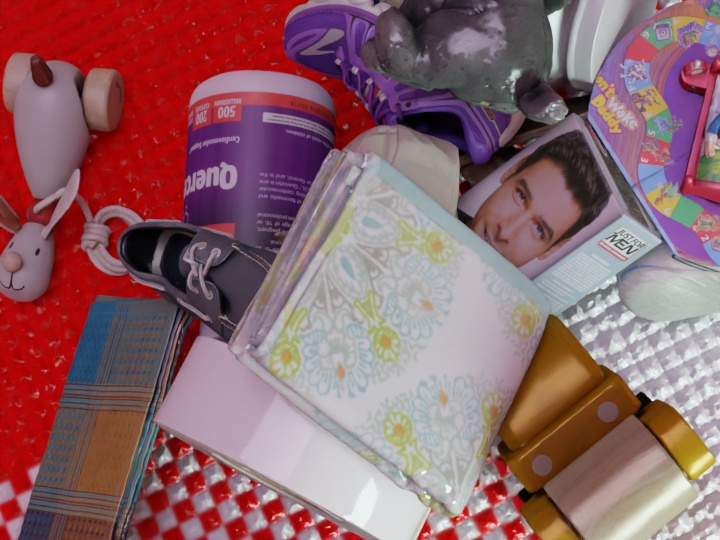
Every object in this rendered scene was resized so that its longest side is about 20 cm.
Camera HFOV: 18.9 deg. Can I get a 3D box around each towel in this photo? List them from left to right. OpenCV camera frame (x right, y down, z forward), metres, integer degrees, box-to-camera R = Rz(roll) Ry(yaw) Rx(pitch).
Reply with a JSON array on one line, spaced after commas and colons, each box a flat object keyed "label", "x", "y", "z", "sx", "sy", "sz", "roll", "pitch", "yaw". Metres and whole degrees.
[{"label": "towel", "x": -0.189, "y": 0.116, "z": 1.602, "sx": 0.146, "sy": 0.022, "sz": 0.201, "roll": 2, "pitch": 73, "yaw": 56}, {"label": "towel", "x": 0.023, "y": 0.038, "z": 1.423, "sx": 0.200, "sy": 0.048, "sz": 0.172, "roll": 38, "pitch": 64, "yaw": -21}]

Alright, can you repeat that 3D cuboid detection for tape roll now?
[{"label": "tape roll", "x": -0.042, "y": 0.122, "z": 1.514, "sx": 0.202, "sy": 0.202, "sz": 0.071, "roll": 25, "pitch": 81, "yaw": 18}]

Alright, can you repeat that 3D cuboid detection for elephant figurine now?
[{"label": "elephant figurine", "x": 0.083, "y": -0.217, "z": 1.465, "sx": 0.154, "sy": 0.142, "sz": 0.201, "roll": 18, "pitch": 92, "yaw": -7}]

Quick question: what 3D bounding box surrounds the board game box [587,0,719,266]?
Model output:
[{"label": "board game box", "x": 0.257, "y": -0.103, "z": 1.512, "sx": 0.157, "sy": 0.039, "sz": 0.201, "roll": -30, "pitch": 76, "yaw": -5}]

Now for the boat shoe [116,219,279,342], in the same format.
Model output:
[{"label": "boat shoe", "x": -0.104, "y": 0.007, "z": 1.486, "sx": 0.200, "sy": 0.062, "sz": 0.073, "roll": 25, "pitch": 98, "yaw": 55}]

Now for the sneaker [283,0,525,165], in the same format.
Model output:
[{"label": "sneaker", "x": 0.022, "y": -0.138, "z": 1.575, "sx": 0.199, "sy": 0.081, "sz": 0.084, "roll": 24, "pitch": 65, "yaw": 24}]

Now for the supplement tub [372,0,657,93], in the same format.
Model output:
[{"label": "supplement tub", "x": 0.108, "y": -0.219, "z": 1.598, "sx": 0.199, "sy": 0.145, "sz": 0.146, "roll": 23, "pitch": 81, "yaw": 21}]

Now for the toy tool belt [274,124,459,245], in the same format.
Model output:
[{"label": "toy tool belt", "x": 0.000, "y": 0.000, "z": 1.524, "sx": 0.124, "sy": 0.123, "sz": 0.201, "roll": 20, "pitch": 72, "yaw": -26}]

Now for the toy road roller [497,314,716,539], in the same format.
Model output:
[{"label": "toy road roller", "x": 0.145, "y": 0.112, "z": 1.478, "sx": 0.123, "sy": 0.200, "sz": 0.146, "roll": -39, "pitch": 93, "yaw": 0}]

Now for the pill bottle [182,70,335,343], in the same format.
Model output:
[{"label": "pill bottle", "x": -0.077, "y": -0.040, "z": 1.613, "sx": 0.112, "sy": 0.112, "sz": 0.201, "roll": -1, "pitch": 74, "yaw": 12}]

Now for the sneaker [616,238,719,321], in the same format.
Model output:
[{"label": "sneaker", "x": 0.283, "y": 0.002, "z": 1.547, "sx": 0.199, "sy": 0.072, "sz": 0.073, "roll": 6, "pitch": 51, "yaw": 7}]

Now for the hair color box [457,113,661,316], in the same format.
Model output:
[{"label": "hair color box", "x": 0.106, "y": -0.010, "z": 1.551, "sx": 0.200, "sy": 0.061, "sz": 0.099, "roll": -36, "pitch": 53, "yaw": 19}]

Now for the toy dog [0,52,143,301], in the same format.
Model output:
[{"label": "toy dog", "x": -0.246, "y": -0.087, "z": 1.672, "sx": 0.131, "sy": 0.096, "sz": 0.201, "roll": -13, "pitch": 72, "yaw": 9}]

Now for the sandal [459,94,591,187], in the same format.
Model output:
[{"label": "sandal", "x": 0.100, "y": -0.071, "z": 1.619, "sx": 0.211, "sy": 0.078, "sz": 0.070, "roll": -15, "pitch": 104, "yaw": 16}]
